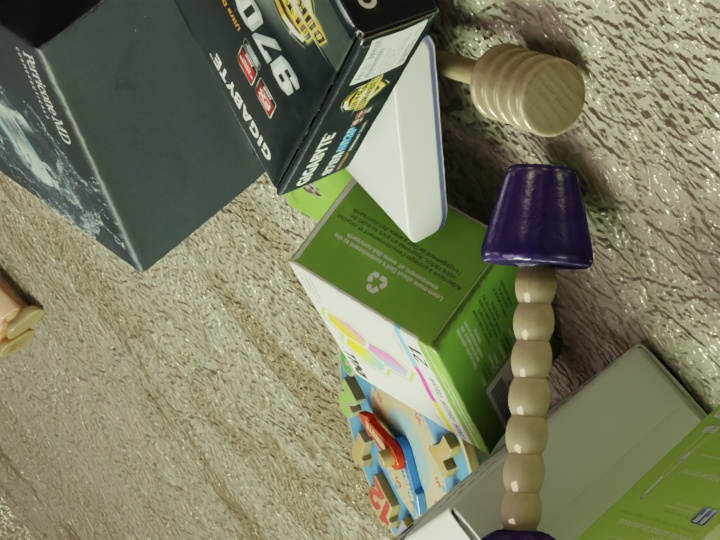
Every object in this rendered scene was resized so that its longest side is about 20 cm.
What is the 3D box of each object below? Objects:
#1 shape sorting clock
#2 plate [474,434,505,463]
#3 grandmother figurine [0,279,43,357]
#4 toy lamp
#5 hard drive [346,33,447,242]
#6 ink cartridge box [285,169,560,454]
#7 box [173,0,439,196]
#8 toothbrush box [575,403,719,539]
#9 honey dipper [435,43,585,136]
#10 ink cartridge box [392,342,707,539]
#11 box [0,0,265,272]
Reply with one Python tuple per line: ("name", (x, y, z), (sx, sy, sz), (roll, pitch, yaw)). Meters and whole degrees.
("shape sorting clock", (0.031, 0.116, 1.475), (0.200, 0.039, 0.201), (58, 160, 35))
("plate", (0.114, 0.188, 1.507), (0.199, 0.032, 0.200), (42, 159, 26))
("grandmother figurine", (-0.400, -0.006, 2.284), (0.200, 0.060, 0.121), (49, 134, 13))
("toy lamp", (0.084, 0.049, 1.121), (0.058, 0.058, 0.201), (171, 102, -68))
("hard drive", (-0.023, -0.122, 1.181), (0.200, 0.025, 0.132), (48, 157, 37))
("ink cartridge box", (0.000, 0.000, 1.268), (0.199, 0.076, 0.148), (29, 165, 27))
("box", (-0.047, -0.160, 1.094), (0.201, 0.046, 0.159), (62, 154, 14))
("toothbrush box", (0.172, 0.177, 1.094), (0.146, 0.200, 0.086), (58, 160, -19))
("honey dipper", (0.039, -0.103, 1.130), (0.200, 0.038, 0.038), (25, 149, 56))
("ink cartridge box", (0.101, 0.134, 1.258), (0.086, 0.146, 0.200), (50, 161, 6))
("box", (-0.184, -0.137, 1.448), (0.200, 0.117, 0.197), (32, 154, 40))
